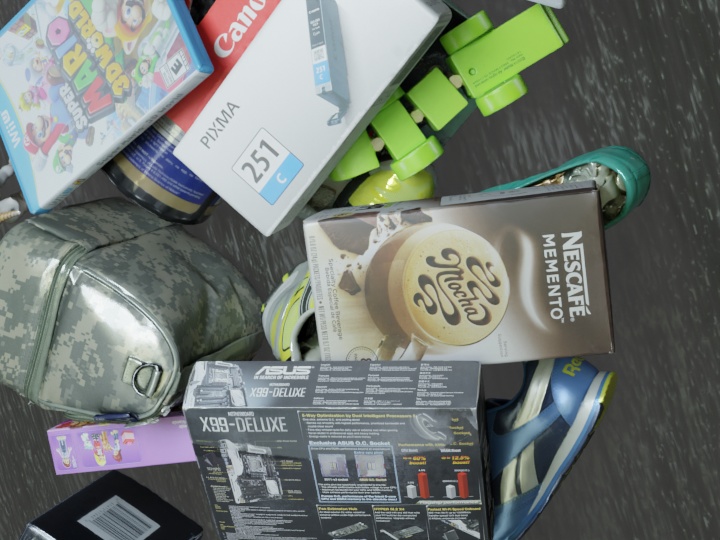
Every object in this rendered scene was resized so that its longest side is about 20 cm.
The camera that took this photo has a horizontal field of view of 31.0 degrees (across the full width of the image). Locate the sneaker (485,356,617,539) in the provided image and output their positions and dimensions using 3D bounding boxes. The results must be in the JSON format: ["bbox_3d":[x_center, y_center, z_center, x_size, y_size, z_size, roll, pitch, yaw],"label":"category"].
[{"bbox_3d":[0.117,0.145,0.996,0.082,0.074,0.200,32,99,12],"label":"sneaker"}]

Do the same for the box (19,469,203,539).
[{"bbox_3d":[-0.242,0.292,1.092,0.104,0.148,0.200,32,108,10],"label":"box"}]

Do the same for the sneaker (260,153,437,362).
[{"bbox_3d":[0.000,0.000,0.993,0.075,0.076,0.200,22,115,-28],"label":"sneaker"}]

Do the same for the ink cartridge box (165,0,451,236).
[{"bbox_3d":[-0.065,-0.154,0.894,0.176,0.045,0.200,42,113,5],"label":"ink cartridge box"}]

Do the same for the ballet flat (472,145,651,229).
[{"bbox_3d":[0.119,-0.036,0.965,0.200,0.070,0.067,-26,91,20],"label":"ballet flat"}]

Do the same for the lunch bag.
[{"bbox_3d":[-0.178,0.039,1.003,0.168,0.200,0.140,22,105,15],"label":"lunch bag"}]

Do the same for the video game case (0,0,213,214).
[{"bbox_3d":[-0.203,-0.152,0.955,0.200,0.018,0.143,-34,73,32],"label":"video game case"}]

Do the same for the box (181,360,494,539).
[{"bbox_3d":[-0.011,0.135,0.903,0.200,0.050,0.158,-1,129,10],"label":"box"}]

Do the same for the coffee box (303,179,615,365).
[{"bbox_3d":[0.071,0.005,0.899,0.200,0.080,0.113,-6,97,10],"label":"coffee box"}]

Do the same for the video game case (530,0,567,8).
[{"bbox_3d":[0.070,-0.265,0.901,0.200,0.018,0.143,19,65,14],"label":"video game case"}]

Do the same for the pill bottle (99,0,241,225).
[{"bbox_3d":[-0.108,-0.141,0.999,0.112,0.112,0.200,43,108,7],"label":"pill bottle"}]

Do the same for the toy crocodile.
[{"bbox_3d":[0.058,-0.126,0.933,0.200,0.062,0.068,-36,97,2],"label":"toy crocodile"}]

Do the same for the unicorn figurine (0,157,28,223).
[{"bbox_3d":[-0.321,-0.080,1.059,0.200,0.137,0.074,30,116,14],"label":"unicorn figurine"}]

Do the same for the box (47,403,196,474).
[{"bbox_3d":[-0.126,0.117,1.032,0.200,0.137,0.039,-8,97,18],"label":"box"}]

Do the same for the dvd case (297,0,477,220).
[{"bbox_3d":[0.004,-0.122,0.967,0.146,0.022,0.200,29,113,-33],"label":"dvd case"}]
